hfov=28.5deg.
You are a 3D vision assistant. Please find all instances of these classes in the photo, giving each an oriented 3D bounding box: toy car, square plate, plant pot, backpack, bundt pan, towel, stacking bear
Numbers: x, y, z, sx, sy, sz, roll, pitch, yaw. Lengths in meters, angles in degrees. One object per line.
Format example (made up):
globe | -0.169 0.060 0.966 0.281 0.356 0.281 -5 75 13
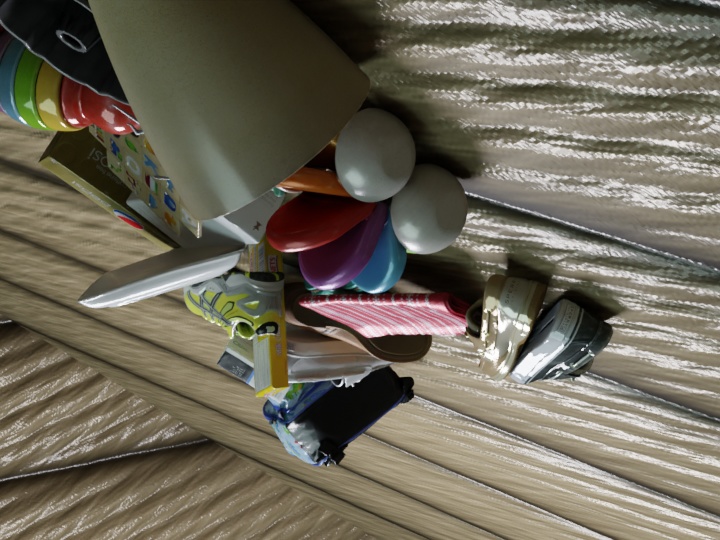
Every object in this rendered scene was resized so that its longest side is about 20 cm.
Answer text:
toy car | -0.015 -0.057 1.312 0.175 0.150 0.200 9 154 49
square plate | -0.225 0.000 1.697 0.198 0.199 0.029 -95 -12 -81
plant pot | -0.124 -0.177 1.145 0.200 0.187 0.187 52 156 -21
backpack | -0.053 0.169 1.994 0.147 0.183 0.200 53 163 -8
bundt pan | -0.245 -0.238 1.296 0.201 0.076 0.202 27 162 9
towel | 0.049 0.052 1.607 0.199 0.023 0.144 -2 163 33
stacking bear | -0.302 -0.196 1.470 0.199 0.114 0.122 17 160 23

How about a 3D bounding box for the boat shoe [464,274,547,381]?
boat shoe | 0.146 0.055 1.507 0.069 0.074 0.200 22 153 5

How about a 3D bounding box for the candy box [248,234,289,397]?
candy box | -0.113 0.049 1.731 0.026 0.201 0.102 -1 170 -14

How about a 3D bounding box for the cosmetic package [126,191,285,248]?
cosmetic package | -0.183 -0.083 1.653 0.102 0.074 0.200 39 159 -27

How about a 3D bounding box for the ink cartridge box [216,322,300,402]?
ink cartridge box | -0.117 0.091 1.885 0.099 0.039 0.200 31 -152 -2

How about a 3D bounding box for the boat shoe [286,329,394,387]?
boat shoe | -0.023 0.117 1.833 0.199 0.069 0.072 -1 -161 -46

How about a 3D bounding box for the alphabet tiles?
alphabet tiles | -0.242 -0.128 1.578 0.200 0.006 0.167 43 150 21

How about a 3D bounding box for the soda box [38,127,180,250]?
soda box | -0.298 -0.109 1.772 0.200 0.068 0.064 35 163 -19

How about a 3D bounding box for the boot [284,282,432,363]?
boot | -0.017 0.055 1.799 0.199 0.074 0.155 21 179 -17

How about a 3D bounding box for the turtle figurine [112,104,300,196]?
turtle figurine | -0.135 -0.127 1.391 0.199 0.101 0.150 23 -162 -34

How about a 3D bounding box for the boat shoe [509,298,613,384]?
boat shoe | 0.211 0.089 1.498 0.071 0.072 0.200 27 164 0

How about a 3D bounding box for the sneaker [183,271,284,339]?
sneaker | -0.157 0.044 1.688 0.075 0.077 0.200 1 175 -29

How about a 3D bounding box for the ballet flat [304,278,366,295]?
ballet flat | 0.000 0.000 1.629 0.070 0.068 0.200 10 171 -21
